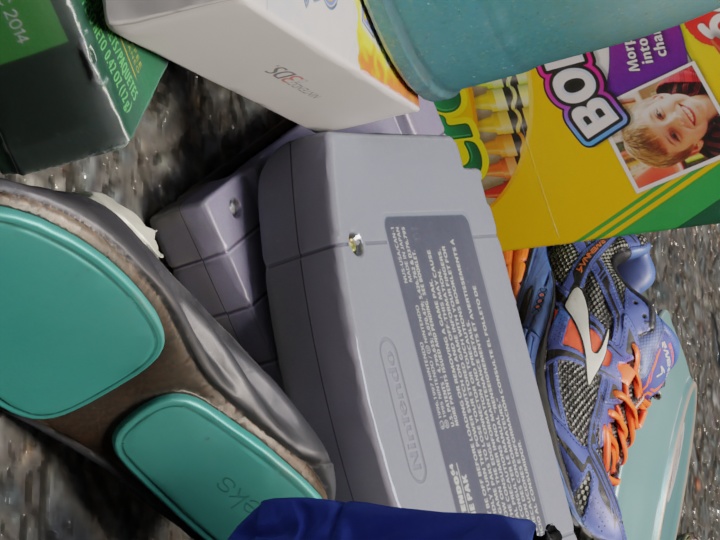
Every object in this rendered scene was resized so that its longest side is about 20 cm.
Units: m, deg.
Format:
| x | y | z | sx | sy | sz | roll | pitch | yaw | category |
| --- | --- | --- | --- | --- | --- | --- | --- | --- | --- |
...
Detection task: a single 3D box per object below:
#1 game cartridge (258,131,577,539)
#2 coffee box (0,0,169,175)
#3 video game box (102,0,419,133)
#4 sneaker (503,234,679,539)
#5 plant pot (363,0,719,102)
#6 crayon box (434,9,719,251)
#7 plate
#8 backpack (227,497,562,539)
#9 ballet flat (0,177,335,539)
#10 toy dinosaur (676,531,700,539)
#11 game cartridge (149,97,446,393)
| x | y | z | sx | sy | sz | roll | pitch | yaw | category |
| --- | --- | --- | --- | --- | --- | --- | --- | --- | --- |
| 0.023 | 0.049 | 0.775 | 0.133 | 0.041 | 0.200 | -5 | 79 | -56 | game cartridge |
| -0.087 | -0.128 | 0.646 | 0.200 | 0.044 | 0.123 | -75 | 148 | -60 | coffee box |
| -0.037 | -0.147 | 0.669 | 0.200 | 0.047 | 0.183 | 15 | 67 | -74 | video game box |
| 0.102 | 0.045 | 0.945 | 0.075 | 0.078 | 0.200 | 79 | 8 | -47 | sneaker |
| 0.096 | -0.171 | 0.726 | 0.200 | 0.188 | 0.200 | -9 | 90 | -76 | plant pot |
| 0.094 | -0.112 | 0.909 | 0.058 | 0.172 | 0.200 | -61 | 137 | -55 | crayon box |
| 0.141 | 0.119 | 1.051 | 0.200 | 0.026 | 0.201 | 10 | 90 | -76 | plate |
| 0.000 | 0.183 | 0.655 | 0.163 | 0.168 | 0.200 | -62 | 143 | -38 | backpack |
| -0.076 | 0.022 | 0.663 | 0.200 | 0.073 | 0.073 | 47 | 43 | -42 | ballet flat |
| 0.183 | 0.239 | 1.165 | 0.088 | 0.047 | 0.200 | -3 | 87 | -50 | toy dinosaur |
| 0.000 | 0.000 | 0.830 | 0.130 | 0.038 | 0.200 | 63 | 30 | -10 | game cartridge |
